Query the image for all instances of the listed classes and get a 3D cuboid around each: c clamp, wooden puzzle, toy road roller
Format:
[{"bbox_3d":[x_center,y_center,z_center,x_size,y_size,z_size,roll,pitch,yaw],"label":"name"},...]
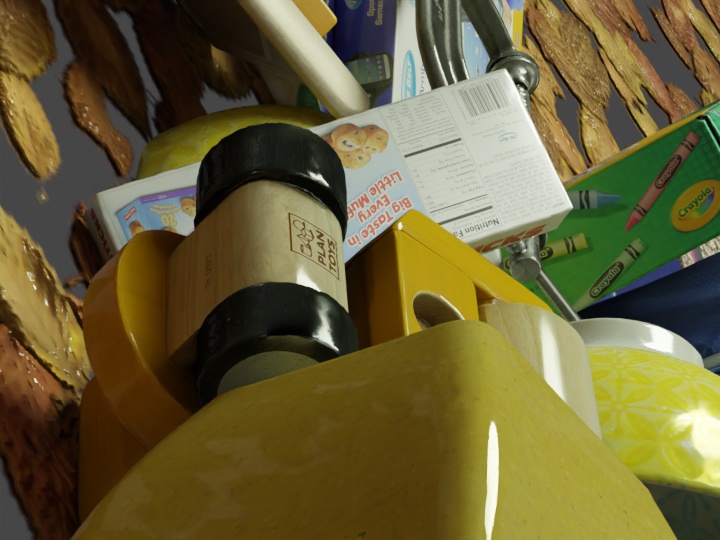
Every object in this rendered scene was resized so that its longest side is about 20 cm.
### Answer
[{"bbox_3d":[0.062,-0.072,1.345,0.171,0.027,0.200,53,22,-36],"label":"c clamp"},{"bbox_3d":[-0.081,-0.160,1.309,0.185,0.037,0.200,50,-6,-28],"label":"wooden puzzle"},{"bbox_3d":[-0.018,0.055,1.064,0.200,0.146,0.123,32,33,-28],"label":"toy road roller"}]

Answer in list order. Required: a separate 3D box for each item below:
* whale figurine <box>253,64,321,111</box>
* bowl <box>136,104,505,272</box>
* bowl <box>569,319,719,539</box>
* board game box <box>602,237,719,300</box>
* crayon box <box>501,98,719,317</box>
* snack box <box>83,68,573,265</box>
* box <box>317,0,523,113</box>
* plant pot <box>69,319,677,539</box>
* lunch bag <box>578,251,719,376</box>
[{"bbox_3d":[-0.010,-0.141,1.471,0.159,0.104,0.201,40,30,-47],"label":"whale figurine"},{"bbox_3d":[0.000,0.000,1.285,0.200,0.107,0.200,51,21,-28],"label":"bowl"},{"bbox_3d":[0.105,0.087,1.226,0.200,0.200,0.108,41,44,-44],"label":"bowl"},{"bbox_3d":[0.200,0.059,1.732,0.200,0.097,0.160,38,29,-48],"label":"board game box"},{"bbox_3d":[0.112,-0.016,1.453,0.058,0.200,0.119,61,18,-1],"label":"crayon box"},{"bbox_3d":[-0.011,-0.025,1.205,0.072,0.199,0.024,66,-24,14],"label":"snack box"},{"bbox_3d":[0.031,-0.111,1.426,0.200,0.041,0.120,19,73,-68],"label":"box"},{"bbox_3d":[0.013,0.135,0.907,0.196,0.194,0.201,46,39,-36],"label":"plant pot"},{"bbox_3d":[0.182,0.090,1.480,0.136,0.199,0.133,53,22,-35],"label":"lunch bag"}]
